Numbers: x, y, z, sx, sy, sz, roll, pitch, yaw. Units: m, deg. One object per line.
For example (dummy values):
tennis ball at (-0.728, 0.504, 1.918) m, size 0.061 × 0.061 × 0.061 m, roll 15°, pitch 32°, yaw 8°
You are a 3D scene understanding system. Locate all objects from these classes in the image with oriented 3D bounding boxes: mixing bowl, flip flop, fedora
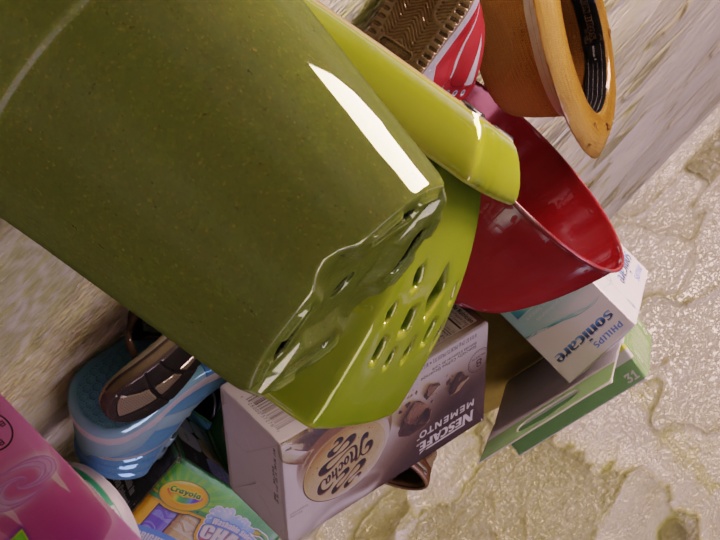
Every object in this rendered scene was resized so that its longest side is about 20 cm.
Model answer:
mixing bowl at (0.092, -0.043, 1.219) m, size 0.108 × 0.200 × 0.200 m, roll -43°, pitch 171°, yaw 22°
flip flop at (-0.127, 0.024, 1.130) m, size 0.200 × 0.057 × 0.081 m, roll -58°, pitch 172°, yaw -30°
fedora at (0.136, -0.177, 1.234) m, size 0.081 × 0.202 × 0.200 m, roll -8°, pitch -176°, yaw 22°

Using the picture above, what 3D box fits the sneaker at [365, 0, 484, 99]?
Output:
sneaker at (0.016, -0.120, 1.102) m, size 0.200 × 0.071 × 0.112 m, roll -49°, pitch 166°, yaw 0°

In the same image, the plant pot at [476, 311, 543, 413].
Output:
plant pot at (0.044, 0.059, 1.571) m, size 0.199 × 0.195 × 0.196 m, roll -27°, pitch 163°, yaw -22°

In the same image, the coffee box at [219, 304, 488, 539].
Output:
coffee box at (-0.002, 0.101, 1.232) m, size 0.199 × 0.080 × 0.113 m, roll -28°, pitch 138°, yaw -28°

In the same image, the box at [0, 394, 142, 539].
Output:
box at (-0.230, 0.204, 0.975) m, size 0.176 × 0.200 × 0.097 m, roll -36°, pitch 166°, yaw -41°

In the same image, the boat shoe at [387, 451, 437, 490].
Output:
boat shoe at (-0.006, 0.151, 1.445) m, size 0.199 × 0.074 × 0.076 m, roll 18°, pitch 146°, yaw -35°

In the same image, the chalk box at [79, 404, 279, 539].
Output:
chalk box at (-0.149, 0.187, 1.311) m, size 0.200 × 0.124 × 0.125 m, roll -47°, pitch -149°, yaw 7°

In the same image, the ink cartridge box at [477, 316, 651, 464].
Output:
ink cartridge box at (0.186, 0.114, 1.445) m, size 0.145 × 0.048 × 0.200 m, roll -35°, pitch -171°, yaw 20°

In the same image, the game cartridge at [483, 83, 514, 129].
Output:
game cartridge at (0.089, -0.117, 1.390) m, size 0.133 × 0.040 × 0.200 m, roll -43°, pitch -177°, yaw -4°

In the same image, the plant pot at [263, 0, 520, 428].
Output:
plant pot at (-0.028, -0.043, 0.902) m, size 0.182 × 0.199 × 0.200 m, roll -55°, pitch 168°, yaw 7°

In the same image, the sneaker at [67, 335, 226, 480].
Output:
sneaker at (-0.139, 0.082, 1.220) m, size 0.199 × 0.080 × 0.131 m, roll -30°, pitch 160°, yaw -28°

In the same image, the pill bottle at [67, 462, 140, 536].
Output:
pill bottle at (-0.259, 0.223, 1.137) m, size 0.200 × 0.113 × 0.113 m, roll -26°, pitch 158°, yaw -44°

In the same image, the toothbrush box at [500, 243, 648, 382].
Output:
toothbrush box at (0.154, -0.020, 1.435) m, size 0.085 × 0.200 × 0.146 m, roll -45°, pitch -176°, yaw 23°

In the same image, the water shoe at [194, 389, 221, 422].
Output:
water shoe at (-0.121, 0.118, 1.429) m, size 0.200 × 0.071 × 0.079 m, roll -42°, pitch 166°, yaw -26°

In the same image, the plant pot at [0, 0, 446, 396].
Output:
plant pot at (-0.070, -0.052, 0.693) m, size 0.200 × 0.190 × 0.200 m, roll -44°, pitch 169°, yaw -11°
